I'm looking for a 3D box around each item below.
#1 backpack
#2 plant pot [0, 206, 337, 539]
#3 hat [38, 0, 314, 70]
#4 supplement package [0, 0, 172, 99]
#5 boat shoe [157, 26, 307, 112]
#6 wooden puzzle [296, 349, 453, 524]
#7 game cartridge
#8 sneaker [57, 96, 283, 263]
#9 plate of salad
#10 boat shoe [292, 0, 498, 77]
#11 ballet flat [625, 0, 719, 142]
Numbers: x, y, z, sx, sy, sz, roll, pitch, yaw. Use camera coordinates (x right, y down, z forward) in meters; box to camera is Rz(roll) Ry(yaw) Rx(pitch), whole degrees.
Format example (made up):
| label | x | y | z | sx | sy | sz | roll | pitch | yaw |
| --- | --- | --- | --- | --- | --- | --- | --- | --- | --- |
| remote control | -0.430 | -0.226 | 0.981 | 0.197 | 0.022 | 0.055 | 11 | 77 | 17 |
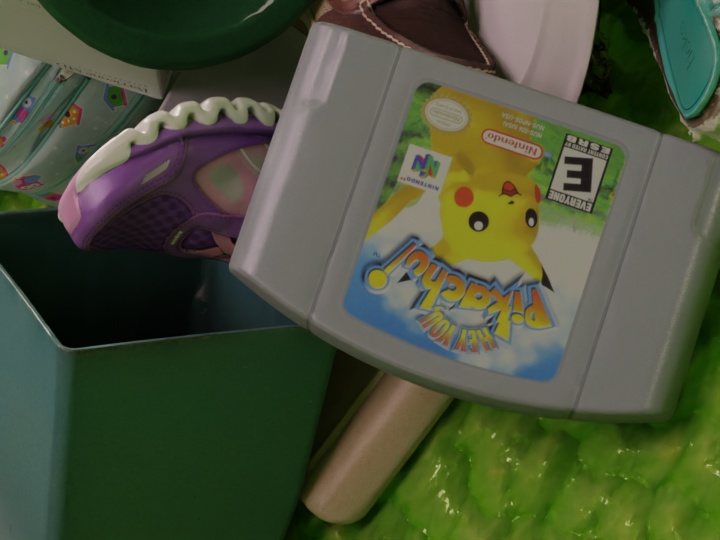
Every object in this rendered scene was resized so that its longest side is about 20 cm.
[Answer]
| label | x | y | z | sx | sy | sz | roll | pitch | yaw |
| --- | --- | --- | --- | --- | --- | --- | --- | --- | --- |
| backpack | -0.171 | -0.136 | 1.303 | 0.200 | 0.126 | 0.167 | -50 | 44 | 22 |
| plant pot | -0.112 | 0.088 | 1.077 | 0.141 | 0.140 | 0.202 | 42 | 131 | 50 |
| hat | -0.099 | -0.223 | 1.103 | 0.176 | 0.164 | 0.202 | -108 | 10 | -63 |
| supplement package | -0.173 | -0.203 | 1.160 | 0.111 | 0.198 | 0.157 | 98 | -170 | -78 |
| boat shoe | -0.088 | -0.064 | 1.207 | 0.200 | 0.069 | 0.057 | -48 | 3 | -7 |
| wooden puzzle | 0.000 | 0.000 | 1.109 | 0.186 | 0.037 | 0.200 | -54 | 44 | 12 |
| game cartridge | 0.052 | -0.013 | 0.946 | 0.040 | 0.198 | 0.134 | 73 | -145 | -83 |
| sneaker | -0.039 | -0.024 | 1.006 | 0.080 | 0.199 | 0.089 | -43 | 62 | 48 |
| plate of salad | 0.085 | -0.148 | 1.040 | 0.200 | 0.048 | 0.202 | 179 | 90 | -74 |
| boat shoe | 0.014 | -0.134 | 1.077 | 0.200 | 0.072 | 0.073 | 50 | 126 | 57 |
| ballet flat | 0.151 | -0.130 | 0.983 | 0.072 | 0.071 | 0.201 | -38 | 45 | 29 |
